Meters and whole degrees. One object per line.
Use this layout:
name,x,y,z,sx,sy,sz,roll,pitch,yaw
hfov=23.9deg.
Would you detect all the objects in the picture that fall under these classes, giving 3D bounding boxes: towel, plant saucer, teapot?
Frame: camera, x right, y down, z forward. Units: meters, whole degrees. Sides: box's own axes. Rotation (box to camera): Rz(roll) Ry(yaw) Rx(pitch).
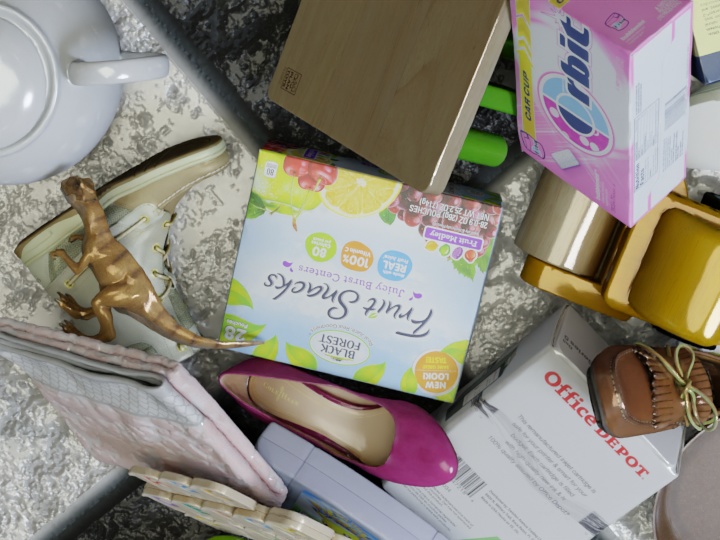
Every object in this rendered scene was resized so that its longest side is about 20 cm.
towel,-0.175,0.116,1.331,0.199,0.032,0.191,11,150,35
plant saucer,0.331,0.182,1.386,0.199,0.032,0.201,-3,117,-7
teapot,-0.279,-0.152,1.315,0.197,0.146,0.200,41,101,-6

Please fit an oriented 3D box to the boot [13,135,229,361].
boot,-0.162,-0.006,1.379,0.199,0.072,0.155,-30,99,15

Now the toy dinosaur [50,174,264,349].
toy dinosaur,-0.181,0.019,1.323,0.106,0.060,0.200,-37,100,15

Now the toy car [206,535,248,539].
toy car,-0.043,0.328,1.416,0.199,0.158,0.165,5,107,-10

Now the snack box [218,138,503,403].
snack box,0.000,0.000,1.371,0.199,0.068,0.169,14,103,1

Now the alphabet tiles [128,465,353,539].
alphabet tiles,-0.084,0.203,1.362,0.195,0.199,0.015,34,70,-39

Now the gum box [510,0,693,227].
gum box,0.173,-0.132,1.218,0.066,0.200,0.113,-40,58,-19

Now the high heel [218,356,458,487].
high heel,-0.020,0.123,1.338,0.199,0.096,0.068,19,98,37

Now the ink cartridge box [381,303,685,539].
ink cartridge box,0.140,0.148,1.363,0.146,0.084,0.200,45,118,-6

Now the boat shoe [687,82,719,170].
boat shoe,0.320,-0.141,1.316,0.200,0.069,0.072,-25,120,34

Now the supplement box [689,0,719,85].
supplement box,0.274,-0.257,1.227,0.134,0.200,0.201,-16,101,6

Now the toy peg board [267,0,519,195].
toy peg board,0.054,-0.181,1.296,0.199,0.098,0.201,34,107,41

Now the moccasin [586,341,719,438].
moccasin,0.233,0.089,1.264,0.077,0.201,0.074,-17,72,35

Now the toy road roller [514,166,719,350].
toy road roller,0.226,-0.014,1.311,0.199,0.146,0.123,21,100,-1

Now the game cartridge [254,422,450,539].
game cartridge,-0.005,0.200,1.378,0.200,0.133,0.041,34,67,3
